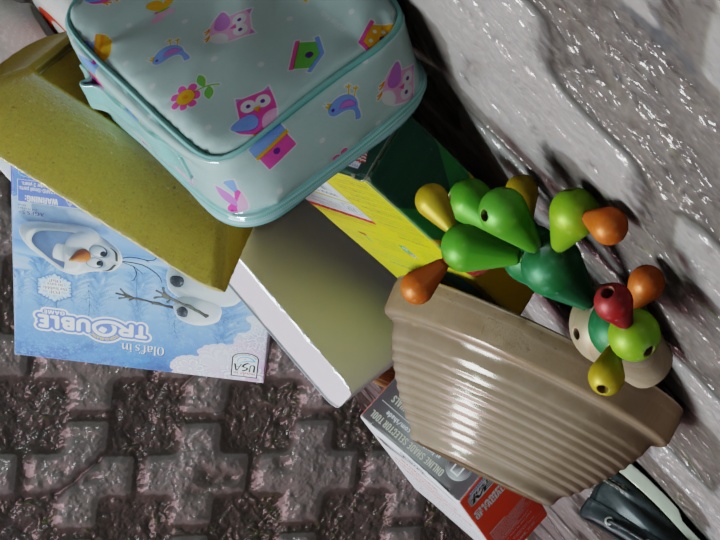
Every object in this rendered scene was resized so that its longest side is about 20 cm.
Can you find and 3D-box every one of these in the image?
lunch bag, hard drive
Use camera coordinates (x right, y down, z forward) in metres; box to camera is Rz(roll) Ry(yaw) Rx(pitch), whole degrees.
[{"bbox_3d":[-0.072,-0.123,1.035,0.200,0.160,0.077,42,168,40],"label":"lunch bag"},{"bbox_3d":[0.000,0.000,1.265,0.132,0.200,0.027,49,130,6],"label":"hard drive"}]

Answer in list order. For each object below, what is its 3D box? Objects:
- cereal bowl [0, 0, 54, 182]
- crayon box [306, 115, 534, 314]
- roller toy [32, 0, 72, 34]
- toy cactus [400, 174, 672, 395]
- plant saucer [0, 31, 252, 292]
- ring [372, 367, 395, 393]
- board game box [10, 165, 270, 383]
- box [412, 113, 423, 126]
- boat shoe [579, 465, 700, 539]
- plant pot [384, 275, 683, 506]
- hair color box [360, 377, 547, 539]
[{"bbox_3d":[-0.263,-0.147,1.406,0.201,0.083,0.200,54,-178,-3],"label":"cereal bowl"},{"bbox_3d":[0.033,-0.036,1.121,0.127,0.051,0.200,21,165,47],"label":"crayon box"},{"bbox_3d":[-0.153,-0.180,1.352,0.200,0.140,0.183,43,171,42],"label":"roller toy"},{"bbox_3d":[0.114,0.018,0.986,0.165,0.103,0.200,42,171,-35],"label":"toy cactus"},{"bbox_3d":[-0.146,-0.084,1.141,0.199,0.049,0.200,33,-163,-7],"label":"plant saucer"},{"bbox_3d":[-0.034,0.054,1.512,0.199,0.019,0.200,31,-175,-3],"label":"ring"},{"bbox_3d":[-0.161,-0.008,1.359,0.044,0.198,0.200,-86,3,-47],"label":"board game box"},{"bbox_3d":[-0.064,-0.113,1.196,0.199,0.033,0.121,-1,138,41],"label":"box"},{"bbox_3d":[0.249,0.240,1.406,0.200,0.066,0.075,48,174,9],"label":"boat shoe"},{"bbox_3d":[0.095,0.087,1.141,0.200,0.093,0.201,25,174,3],"label":"plant pot"},{"bbox_3d":[0.080,0.161,1.474,0.111,0.064,0.200,39,173,25],"label":"hair color box"}]
